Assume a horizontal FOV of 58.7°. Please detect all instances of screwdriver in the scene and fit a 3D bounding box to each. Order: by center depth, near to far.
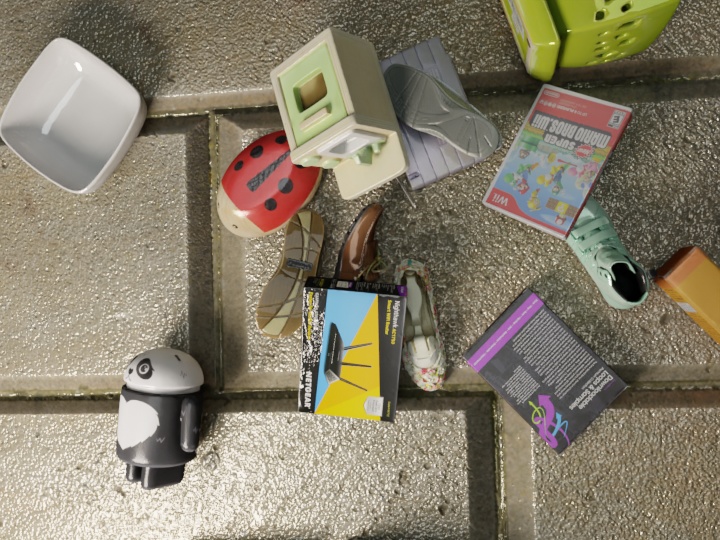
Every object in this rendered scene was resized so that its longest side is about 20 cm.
[{"bbox_3d":[0.036,-0.182,0.988,0.029,0.028,0.201,-34,86,-24],"label":"screwdriver"}]

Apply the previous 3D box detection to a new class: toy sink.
[{"bbox_3d":[-0.033,-0.218,0.923,0.129,0.111,0.203,-22,80,37],"label":"toy sink"}]

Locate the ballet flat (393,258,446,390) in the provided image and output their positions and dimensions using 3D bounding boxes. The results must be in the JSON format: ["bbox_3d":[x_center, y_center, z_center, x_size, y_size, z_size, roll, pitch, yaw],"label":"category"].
[{"bbox_3d":[0.083,0.082,0.953,0.074,0.064,0.203,-13,87,6],"label":"ballet flat"}]

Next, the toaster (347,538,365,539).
[{"bbox_3d":[0.029,0.503,0.918,0.196,0.119,0.184,6,88,7],"label":"toaster"}]

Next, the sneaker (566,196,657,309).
[{"bbox_3d":[0.340,-0.040,0.897,0.073,0.118,0.202,-31,83,7],"label":"sneaker"}]

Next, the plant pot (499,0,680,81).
[{"bbox_3d":[0.294,-0.387,0.880,0.179,0.199,0.203,-20,86,12],"label":"plant pot"}]

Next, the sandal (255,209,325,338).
[{"bbox_3d":[-0.101,0.008,0.986,0.079,0.054,0.203,16,83,-2],"label":"sandal"}]

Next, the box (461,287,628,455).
[{"bbox_3d":[0.268,0.147,0.942,0.143,0.036,0.200,-45,82,5],"label":"box"}]

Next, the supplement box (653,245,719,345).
[{"bbox_3d":[0.510,0.059,0.899,0.066,0.069,0.200,-43,82,5],"label":"supplement box"}]

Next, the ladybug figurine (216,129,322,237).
[{"bbox_3d":[-0.142,-0.138,0.985,0.200,0.072,0.136,-45,83,4],"label":"ladybug figurine"}]

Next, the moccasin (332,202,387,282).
[{"bbox_3d":[0.000,0.000,0.961,0.077,0.074,0.204,18,91,5],"label":"moccasin"}]

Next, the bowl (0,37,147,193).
[{"bbox_3d":[-0.449,-0.239,1.027,0.199,0.075,0.201,36,92,7],"label":"bowl"}]

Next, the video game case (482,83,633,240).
[{"bbox_3d":[0.281,-0.161,0.927,0.142,0.017,0.202,29,92,35],"label":"video game case"}]

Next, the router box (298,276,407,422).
[{"bbox_3d":[-0.013,0.115,0.933,0.147,0.051,0.203,5,110,3],"label":"router box"}]

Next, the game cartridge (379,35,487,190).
[{"bbox_3d":[0.102,-0.240,0.978,0.128,0.038,0.203,-21,85,2],"label":"game cartridge"}]

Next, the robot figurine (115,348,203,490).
[{"bbox_3d":[-0.303,0.220,0.967,0.148,0.125,0.204,6,89,0],"label":"robot figurine"}]

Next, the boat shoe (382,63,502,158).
[{"bbox_3d":[0.118,-0.232,0.934,0.201,0.065,0.075,33,112,13],"label":"boat shoe"}]
